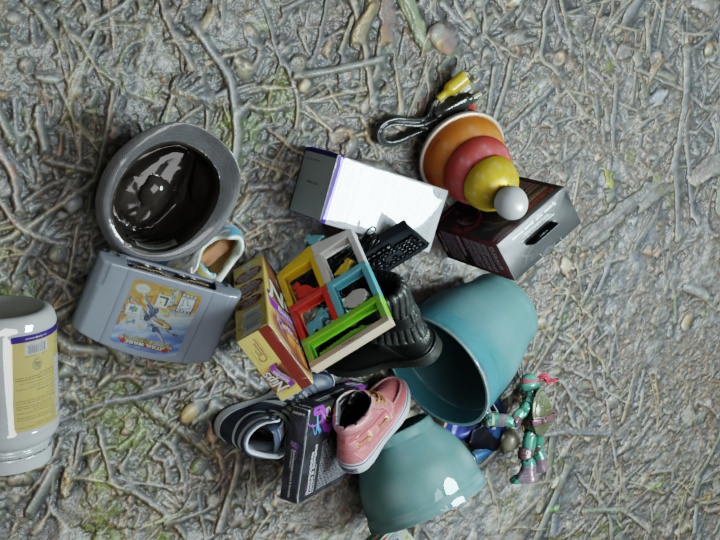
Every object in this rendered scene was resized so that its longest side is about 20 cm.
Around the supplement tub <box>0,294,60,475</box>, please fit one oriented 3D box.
[{"bbox_3d":[-0.454,0.142,1.443,0.145,0.145,0.201,-5,105,-29],"label":"supplement tub"}]

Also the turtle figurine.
[{"bbox_3d":[0.270,0.243,1.890,0.149,0.100,0.201,-10,96,-46],"label":"turtle figurine"}]

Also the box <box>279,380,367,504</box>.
[{"bbox_3d":[-0.052,0.252,1.711,0.200,0.036,0.144,-13,112,-66],"label":"box"}]

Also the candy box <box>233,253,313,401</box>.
[{"bbox_3d":[-0.124,0.075,1.589,0.056,0.200,0.117,-30,119,7],"label":"candy box"}]

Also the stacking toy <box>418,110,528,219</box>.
[{"bbox_3d":[0.187,-0.133,1.709,0.146,0.200,0.147,-14,130,-17],"label":"stacking toy"}]

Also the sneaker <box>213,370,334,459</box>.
[{"bbox_3d":[-0.107,0.212,1.685,0.199,0.108,0.070,-24,113,-23],"label":"sneaker"}]

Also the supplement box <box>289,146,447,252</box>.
[{"bbox_3d":[0.013,-0.104,1.685,0.199,0.101,0.104,13,95,-32],"label":"supplement box"}]

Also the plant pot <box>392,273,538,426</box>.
[{"bbox_3d":[0.173,0.108,1.787,0.188,0.200,0.201,-37,119,-35],"label":"plant pot"}]

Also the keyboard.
[{"bbox_3d":[0.000,0.000,1.666,0.200,0.040,0.104,-33,139,20],"label":"keyboard"}]

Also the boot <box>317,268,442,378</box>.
[{"bbox_3d":[0.002,0.075,1.662,0.158,0.210,0.080,53,37,-39],"label":"boot"}]

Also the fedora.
[{"bbox_3d":[-0.263,-0.110,1.525,0.177,0.090,0.200,32,96,-29],"label":"fedora"}]

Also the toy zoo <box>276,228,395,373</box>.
[{"bbox_3d":[-0.042,0.029,1.592,0.131,0.200,0.020,-32,143,11],"label":"toy zoo"}]

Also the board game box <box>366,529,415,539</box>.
[{"bbox_3d":[0.021,0.518,1.883,0.200,0.029,0.135,-44,119,-14],"label":"board game box"}]

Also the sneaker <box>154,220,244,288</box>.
[{"bbox_3d":[-0.243,0.008,1.572,0.200,0.081,0.077,-48,121,-5],"label":"sneaker"}]

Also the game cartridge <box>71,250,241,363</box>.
[{"bbox_3d":[-0.275,0.056,1.532,0.199,0.042,0.134,16,113,-22],"label":"game cartridge"}]

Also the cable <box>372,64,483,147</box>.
[{"bbox_3d":[0.108,-0.234,1.759,0.199,0.050,0.097,-27,132,-10],"label":"cable"}]

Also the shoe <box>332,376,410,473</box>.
[{"bbox_3d":[0.018,0.205,1.715,0.200,0.071,0.091,-54,144,-46],"label":"shoe"}]

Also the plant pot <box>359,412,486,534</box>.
[{"bbox_3d":[0.079,0.306,1.785,0.200,0.200,0.135,-24,89,-24],"label":"plant pot"}]

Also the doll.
[{"bbox_3d":[0.194,0.263,1.910,0.200,0.048,0.137,25,79,-39],"label":"doll"}]

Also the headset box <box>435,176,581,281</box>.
[{"bbox_3d":[0.228,-0.070,1.761,0.149,0.200,0.075,-40,118,-16],"label":"headset box"}]
